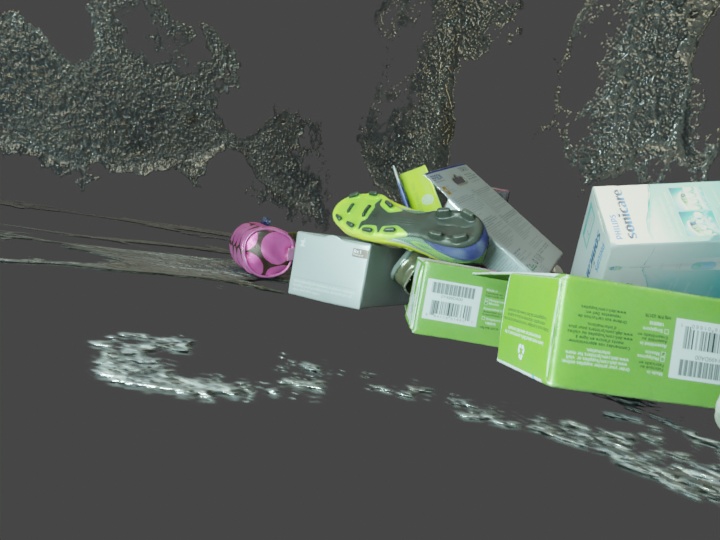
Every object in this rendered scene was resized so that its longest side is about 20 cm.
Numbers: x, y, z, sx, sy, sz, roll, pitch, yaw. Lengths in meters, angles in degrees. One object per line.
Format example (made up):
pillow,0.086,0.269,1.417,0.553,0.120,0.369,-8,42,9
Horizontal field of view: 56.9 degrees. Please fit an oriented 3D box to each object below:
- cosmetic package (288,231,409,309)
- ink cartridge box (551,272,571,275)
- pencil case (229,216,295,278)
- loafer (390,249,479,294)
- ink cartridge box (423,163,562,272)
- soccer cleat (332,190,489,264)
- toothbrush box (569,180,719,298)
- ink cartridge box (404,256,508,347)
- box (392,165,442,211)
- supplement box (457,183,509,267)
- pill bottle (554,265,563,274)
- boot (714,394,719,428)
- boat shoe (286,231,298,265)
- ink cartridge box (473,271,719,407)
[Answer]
cosmetic package,0.000,0.000,0.886,0.106,0.091,0.200,11,6,26
ink cartridge box,0.358,0.058,0.933,0.146,0.084,0.200,7,4,-27
pencil case,-0.155,-0.037,1.064,0.093,0.091,0.200,16,4,-16
loafer,0.122,0.017,0.873,0.199,0.075,0.070,14,29,-44
ink cartridge box,0.176,-0.059,0.897,0.200,0.043,0.196,43,25,10
soccer cleat,0.056,-0.043,0.790,0.199,0.065,0.084,12,-26,28
toothbrush box,0.331,-0.010,0.679,0.199,0.086,0.147,-4,-40,4
ink cartridge box,0.128,0.032,0.754,0.147,0.076,0.200,10,4,0
box,0.104,-0.054,0.947,0.047,0.122,0.200,-21,-34,7
supplement box,0.190,-0.042,1.139,0.085,0.201,0.110,9,4,4
pill bottle,0.353,0.012,1.500,0.199,0.113,0.112,8,3,-22
boot,0.328,0.100,0.345,0.181,0.073,0.200,11,-4,-20
boat shoe,-0.139,-0.048,1.410,0.199,0.074,0.065,12,9,37
ink cartridge box,0.184,0.048,0.539,0.147,0.076,0.200,9,-1,-8
